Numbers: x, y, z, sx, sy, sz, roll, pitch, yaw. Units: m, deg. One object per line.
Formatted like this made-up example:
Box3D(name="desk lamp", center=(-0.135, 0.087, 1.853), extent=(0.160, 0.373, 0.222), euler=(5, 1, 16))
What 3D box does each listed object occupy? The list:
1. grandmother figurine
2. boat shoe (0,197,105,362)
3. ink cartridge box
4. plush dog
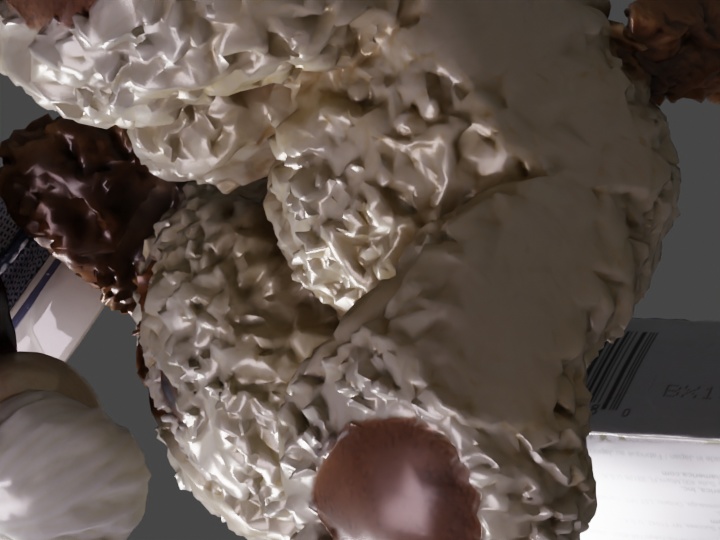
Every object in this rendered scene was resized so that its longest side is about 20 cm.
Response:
Box3D(name="grandmother figurine", center=(-0.118, -0.011, 0.743), extent=(0.200, 0.061, 0.121), euler=(56, 169, 14))
Box3D(name="boat shoe", center=(-0.128, 0.006, 0.827), extent=(0.093, 0.075, 0.200), euler=(36, 120, -7))
Box3D(name="ink cartridge box", center=(0.104, 0.102, 0.811), extent=(0.109, 0.050, 0.200), euler=(2, 132, 33))
Box3D(name="plush dog", center=(0.000, 0.000, 0.705), extent=(0.200, 0.160, 0.172), euler=(57, 142, 14))
